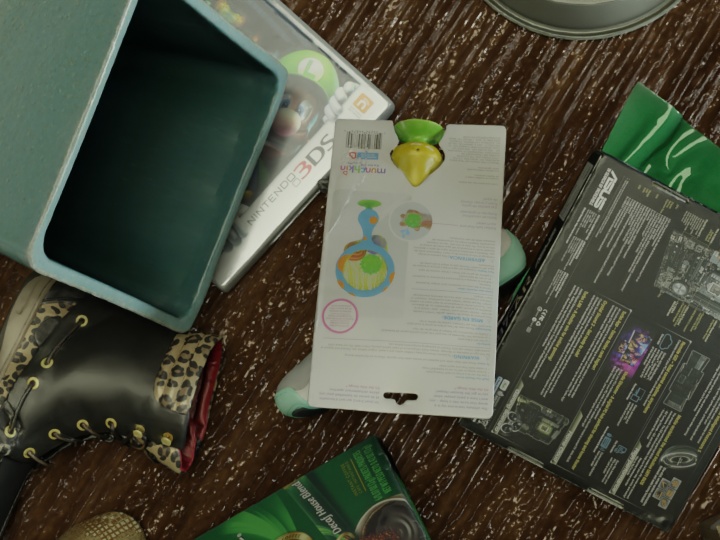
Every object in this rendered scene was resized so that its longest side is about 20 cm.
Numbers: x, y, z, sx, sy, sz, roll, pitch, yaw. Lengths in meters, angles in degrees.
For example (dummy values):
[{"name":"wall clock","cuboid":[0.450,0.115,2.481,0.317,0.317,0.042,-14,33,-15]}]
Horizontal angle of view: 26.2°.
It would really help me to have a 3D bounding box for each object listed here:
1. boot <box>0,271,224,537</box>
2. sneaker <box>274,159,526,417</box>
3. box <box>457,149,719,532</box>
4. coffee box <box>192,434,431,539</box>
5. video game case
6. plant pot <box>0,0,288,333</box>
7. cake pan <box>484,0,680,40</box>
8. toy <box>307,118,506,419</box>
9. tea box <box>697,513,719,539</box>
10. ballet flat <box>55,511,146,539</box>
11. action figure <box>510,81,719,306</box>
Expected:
[{"name":"boot","cuboid":[-0.189,0.110,1.070,0.150,0.073,0.201,15,75,9]},{"name":"sneaker","cuboid":[0.000,0.000,1.066,0.199,0.078,0.140,-34,78,-9]},{"name":"box","cuboid":[0.177,0.046,1.011,0.160,0.044,0.201,26,99,-3]},{"name":"coffee box","cuboid":[-0.049,0.207,1.020,0.199,0.044,0.123,-29,42,1]},{"name":"video game case","cuboid":[-0.107,-0.117,1.118,0.200,0.023,0.182,42,88,11]},{"name":"plant pot","cuboid":[-0.202,-0.097,1.022,0.199,0.196,0.197,18,84,27]},{"name":"cake pan","cuboid":[0.159,-0.266,1.101,0.199,0.037,0.202,-1,82,7]},{"name":"toy","cuboid":[0.033,0.000,1.003,0.114,0.047,0.201,3,71,4]},{"name":"tea box","cuboid":[0.343,0.210,0.959,0.199,0.134,0.198,-24,79,3]},{"name":"ballet flat","cuboid":[-0.228,0.244,1.056,0.071,0.065,0.200,44,88,11]},{"name":"action figure","cuboid":[0.166,-0.013,1.048,0.118,0.055,0.200,38,94,-7]}]
